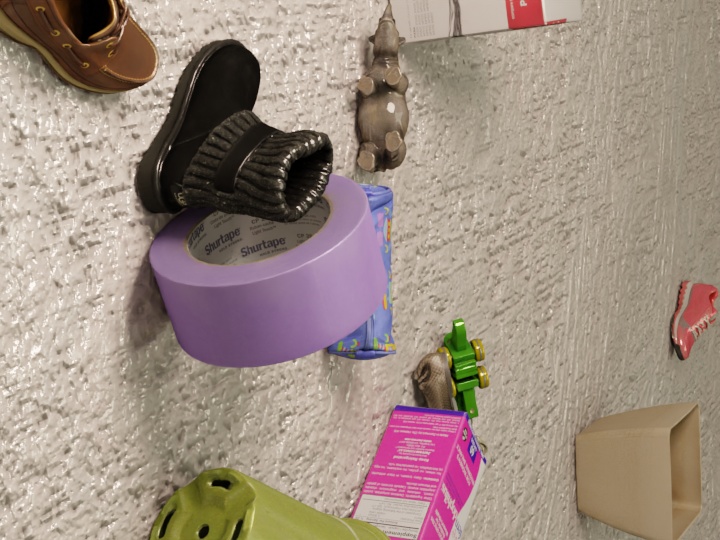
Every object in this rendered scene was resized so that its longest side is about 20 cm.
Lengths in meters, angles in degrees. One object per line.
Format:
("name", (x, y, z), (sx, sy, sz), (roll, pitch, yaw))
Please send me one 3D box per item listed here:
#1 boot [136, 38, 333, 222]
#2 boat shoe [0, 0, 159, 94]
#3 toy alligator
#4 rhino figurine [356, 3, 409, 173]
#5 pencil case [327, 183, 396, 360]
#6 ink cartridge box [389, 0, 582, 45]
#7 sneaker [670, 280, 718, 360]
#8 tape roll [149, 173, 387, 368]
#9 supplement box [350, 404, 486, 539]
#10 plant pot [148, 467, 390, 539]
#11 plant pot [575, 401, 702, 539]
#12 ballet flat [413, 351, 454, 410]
("boot", (-0.093, -0.127, 1.240), (0.080, 0.157, 0.212), (60, 40, -46))
("boat shoe", (-0.217, -0.192, 1.092), (0.200, 0.067, 0.073), (29, 65, -60))
("toy alligator", (0.136, 0.150, 1.825), (0.054, 0.059, 0.201), (-130, -152, -66))
("rhino figurine", (0.027, -0.208, 1.581), (0.087, 0.059, 0.202), (29, 63, -81))
("pencil case", (0.000, 0.000, 1.515), (0.087, 0.077, 0.202), (-123, -149, -86))
("ink cartridge box", (0.152, -0.330, 1.678), (0.147, 0.199, 0.083), (-25, 110, -61))
("sneaker", (0.717, 0.102, 2.935), (0.074, 0.086, 0.201), (60, 40, -44))
("tape roll", (-0.081, -0.005, 1.224), (0.200, 0.199, 0.085), (-53, 137, -49))
("supplement box", (0.067, 0.272, 1.634), (0.201, 0.103, 0.102), (-64, 145, -37))
("plant pot", (-0.092, 0.277, 1.258), (0.190, 0.199, 0.201), (45, 51, -38))
("plant pot", (0.472, 0.339, 2.354), (0.200, 0.176, 0.201), (-18, 106, -61))
("ballet flat", (0.101, 0.192, 1.770), (0.068, 0.046, 0.201), (-105, -175, -58))
